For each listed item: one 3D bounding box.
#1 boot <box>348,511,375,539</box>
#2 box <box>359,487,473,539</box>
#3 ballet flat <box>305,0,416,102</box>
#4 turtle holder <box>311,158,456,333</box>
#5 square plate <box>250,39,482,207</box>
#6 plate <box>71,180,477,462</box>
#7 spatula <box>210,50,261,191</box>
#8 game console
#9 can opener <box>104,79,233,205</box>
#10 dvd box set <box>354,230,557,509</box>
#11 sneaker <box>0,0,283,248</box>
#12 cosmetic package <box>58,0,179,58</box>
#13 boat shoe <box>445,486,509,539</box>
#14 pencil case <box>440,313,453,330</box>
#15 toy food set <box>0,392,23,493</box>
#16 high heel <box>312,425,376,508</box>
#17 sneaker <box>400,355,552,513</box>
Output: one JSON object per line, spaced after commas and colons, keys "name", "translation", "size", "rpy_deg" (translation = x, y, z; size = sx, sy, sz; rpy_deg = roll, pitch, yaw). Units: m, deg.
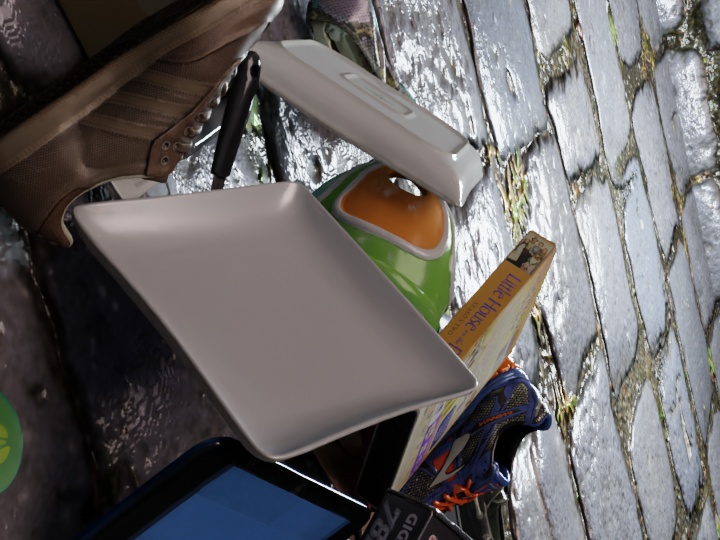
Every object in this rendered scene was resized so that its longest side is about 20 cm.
{"name": "boot", "translation": [0.006, 0.261, 0.949], "size": [0.200, 0.070, 0.147], "rpy_deg": [28, 55, -61]}
{"name": "box", "translation": [0.030, 0.278, 0.852], "size": [0.201, 0.050, 0.199], "rpy_deg": [-60, 141, -17]}
{"name": "ballet flat", "translation": [0.001, -0.163, 1.097], "size": [0.201, 0.072, 0.072], "rpy_deg": [63, 30, -34]}
{"name": "turtle holder", "translation": [0.009, 0.001, 0.928], "size": [0.186, 0.140, 0.132], "rpy_deg": [68, 41, -58]}
{"name": "square plate", "translation": [0.006, -0.122, 0.926], "size": [0.200, 0.029, 0.198], "rpy_deg": [33, 15, 3]}
{"name": "plate", "translation": [-0.051, 0.027, 0.746], "size": [0.199, 0.032, 0.200], "rpy_deg": [-11, 51, -50]}
{"name": "spatula", "translation": [-0.092, -0.047, 0.819], "size": [0.056, 0.020, 0.201], "rpy_deg": [8, 92, -59]}
{"name": "game console", "translation": [-0.085, 0.205, 0.710], "size": [0.200, 0.118, 0.172], "rpy_deg": [40, 47, -55]}
{"name": "can opener", "translation": [-0.116, -0.098, 0.815], "size": [0.200, 0.066, 0.053], "rpy_deg": [-56, 131, -62]}
{"name": "dvd box set", "translation": [0.073, 0.075, 0.943], "size": [0.200, 0.029, 0.147], "rpy_deg": [-46, 162, -35]}
{"name": "sneaker", "translation": [-0.117, -0.093, 0.695], "size": [0.076, 0.200, 0.070], "rpy_deg": [59, -11, -24]}
{"name": "cosmetic package", "translation": [-0.152, -0.235, 0.730], "size": [0.201, 0.105, 0.071], "rpy_deg": [65, 31, -28]}
{"name": "boat shoe", "translation": [0.115, 0.214, 1.201], "size": [0.071, 0.063, 0.201], "rpy_deg": [8, 75, -64]}
{"name": "pencil case", "translation": [0.057, 0.077, 1.085], "size": [0.200, 0.092, 0.086], "rpy_deg": [29, 59, -61]}
{"name": "toy food set", "translation": [-0.223, 0.115, 0.524], "size": [0.200, 0.048, 0.199], "rpy_deg": [31, 54, -59]}
{"name": "high heel", "translation": [-0.025, 0.123, 0.933], "size": [0.200, 0.067, 0.097], "rpy_deg": [32, 63, -54]}
{"name": "sneaker", "translation": [0.086, 0.168, 1.051], "size": [0.200, 0.078, 0.075], "rpy_deg": [-53, 150, 4]}
